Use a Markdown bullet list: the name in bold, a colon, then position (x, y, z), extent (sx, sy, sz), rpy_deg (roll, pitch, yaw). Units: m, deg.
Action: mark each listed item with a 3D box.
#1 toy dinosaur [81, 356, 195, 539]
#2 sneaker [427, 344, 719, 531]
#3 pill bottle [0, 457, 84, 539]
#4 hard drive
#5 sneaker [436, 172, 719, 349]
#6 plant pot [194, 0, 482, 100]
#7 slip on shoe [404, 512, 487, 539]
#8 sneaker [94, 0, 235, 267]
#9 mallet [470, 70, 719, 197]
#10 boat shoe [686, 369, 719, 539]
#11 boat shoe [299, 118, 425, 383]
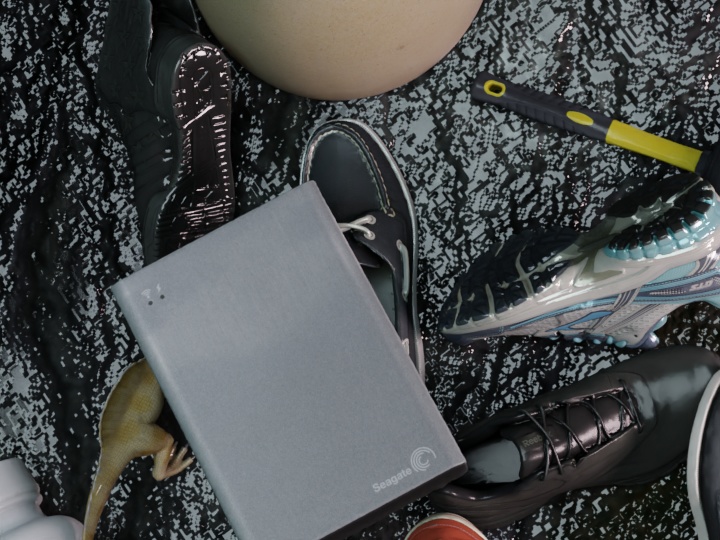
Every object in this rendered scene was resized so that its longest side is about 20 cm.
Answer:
- **toy dinosaur**: position (-0.142, 0.097, 1.712), extent (0.058, 0.101, 0.201), rpy_deg (21, 87, 18)
- **sneaker**: position (0.127, 0.101, 1.653), extent (0.199, 0.091, 0.076), rpy_deg (-27, 76, 9)
- **pill bottle**: position (-0.198, 0.222, 1.710), extent (0.111, 0.111, 0.200), rpy_deg (-33, 78, 9)
- **hard drive**: position (-0.043, 0.065, 1.638), extent (0.139, 0.033, 0.200), rpy_deg (-28, 72, -3)
- **sneaker**: position (0.139, 0.019, 1.665), extent (0.199, 0.078, 0.086), rpy_deg (-19, 119, 28)
- **plant pot**: position (-0.028, -0.213, 1.697), extent (0.199, 0.134, 0.201), rpy_deg (-1, 85, 14)
- **slip on shoe**: position (0.095, 0.232, 1.647), extent (0.074, 0.061, 0.200), rpy_deg (-38, 98, 14)
- **sneaker**: position (-0.127, -0.096, 1.748), extent (0.104, 0.060, 0.201), rpy_deg (34, 126, 48)
- **mallet**: position (0.164, -0.092, 1.692), extent (0.200, 0.041, 0.066), rpy_deg (28, 86, 20)
- **boat shoe**: position (0.230, 0.158, 1.622), extent (0.060, 0.074, 0.201), rpy_deg (2, 87, 40)
- **boat shoe**: position (0.000, 0.000, 1.708), extent (0.075, 0.060, 0.201), rpy_deg (-16, 81, 12)
